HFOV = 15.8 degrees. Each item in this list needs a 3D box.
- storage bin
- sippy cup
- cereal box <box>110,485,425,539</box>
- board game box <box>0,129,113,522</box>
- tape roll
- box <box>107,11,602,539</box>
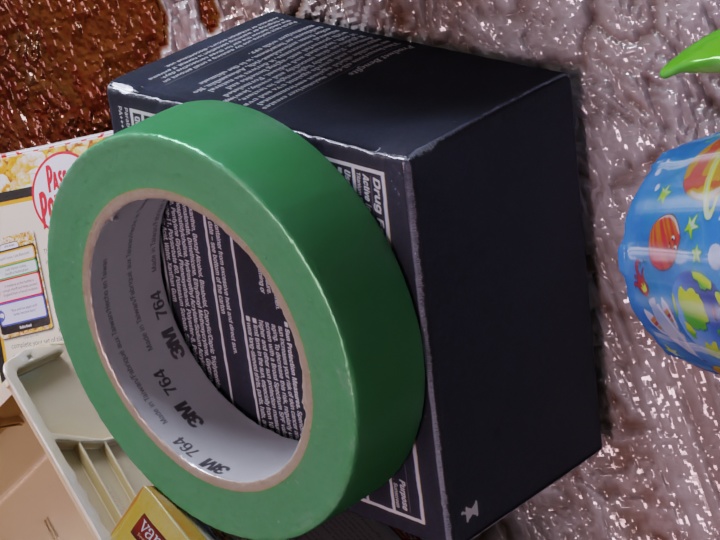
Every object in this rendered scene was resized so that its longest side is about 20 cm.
[{"bbox_3d":[-0.171,0.170,1.339,0.200,0.094,0.199,-43,69,31],"label":"storage bin"},{"bbox_3d":[0.179,-0.006,1.047,0.130,0.139,0.179,3,90,57],"label":"sippy cup"},{"bbox_3d":[-0.012,0.167,1.280,0.144,0.200,0.040,46,111,32],"label":"cereal box"},{"bbox_3d":[-0.132,0.027,1.385,0.151,0.046,0.201,-9,91,33],"label":"board game box"},{"bbox_3d":[-0.060,0.024,1.182,0.200,0.048,0.201,25,128,36],"label":"tape roll"},{"bbox_3d":[0.000,0.000,1.235,0.198,0.123,0.201,17,124,42],"label":"box"}]
